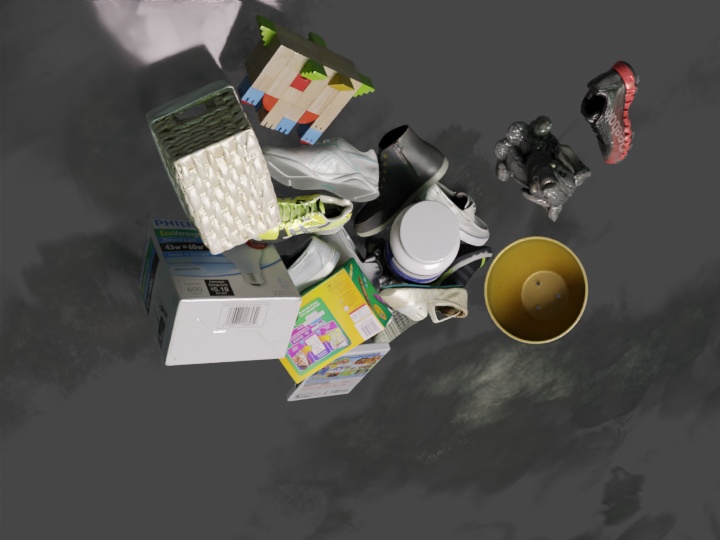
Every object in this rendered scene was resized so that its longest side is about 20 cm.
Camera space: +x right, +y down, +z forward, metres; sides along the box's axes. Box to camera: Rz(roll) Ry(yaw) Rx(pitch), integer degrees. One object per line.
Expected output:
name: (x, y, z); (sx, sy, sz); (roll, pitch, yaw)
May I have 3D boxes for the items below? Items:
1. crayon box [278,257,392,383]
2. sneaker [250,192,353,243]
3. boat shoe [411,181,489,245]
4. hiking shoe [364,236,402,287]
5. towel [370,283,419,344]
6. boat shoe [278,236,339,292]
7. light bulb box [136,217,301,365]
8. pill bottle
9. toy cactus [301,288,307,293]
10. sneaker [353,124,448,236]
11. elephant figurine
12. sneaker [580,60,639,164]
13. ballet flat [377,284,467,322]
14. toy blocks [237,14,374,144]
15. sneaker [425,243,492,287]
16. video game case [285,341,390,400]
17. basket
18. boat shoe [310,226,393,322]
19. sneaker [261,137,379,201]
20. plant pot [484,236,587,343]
crayon box: (-0.061, 0.084, 1.470); (0.198, 0.058, 0.120); (-33, 97, 24)
sneaker: (-0.100, -0.093, 1.402); (0.197, 0.077, 0.076); (-11, 166, -35)
boat shoe: (0.171, -0.108, 1.574); (0.198, 0.073, 0.066); (28, 117, -35)
hiking shoe: (0.057, -0.027, 1.560); (0.199, 0.076, 0.101); (-40, 110, 0)
towel: (0.070, 0.038, 1.678); (0.191, 0.035, 0.201); (-34, 136, -3)
boat shoe: (-0.119, -0.001, 1.473); (0.071, 0.071, 0.199); (42, 132, -20)
light bulb box: (-0.220, 0.028, 1.361); (0.195, 0.201, 0.126); (0, 128, -30)
pill bottle: (0.100, -0.045, 1.436); (0.114, 0.117, 0.200); (-26, 174, -6)
toy cactus: (-0.067, 0.086, 1.579); (0.163, 0.103, 0.200); (21, 127, -31)
sneaker: (0.039, -0.150, 1.465); (0.199, 0.075, 0.106); (-42, 119, 20)
elephant figurine: (0.320, -0.156, 1.518); (0.152, 0.201, 0.143); (-15, 135, -18)
sneaker: (0.434, -0.268, 1.581); (0.096, 0.071, 0.203); (-22, 135, -12)
ballet flat: (0.114, 0.056, 1.512); (0.197, 0.064, 0.067); (0, 166, -38)
toy blocks: (-0.098, -0.257, 1.266); (0.198, 0.101, 0.137); (16, 131, -41)
sneaker: (0.166, 0.012, 1.638); (0.198, 0.071, 0.085); (-24, 114, -35)
video game case: (-0.045, 0.194, 1.702); (0.141, 0.018, 0.200); (-3, 151, -30)
basket: (-0.204, -0.141, 1.272); (0.133, 0.124, 0.202); (-25, 136, -10)
boat shoe: (0.000, 0.000, 1.509); (0.068, 0.201, 0.072); (-38, -179, 9)
sneaker: (-0.063, -0.167, 1.382); (0.196, 0.082, 0.070); (12, 162, -18)
plant pot: (0.354, 0.043, 1.754); (0.200, 0.201, 0.142); (-42, 162, 11)
